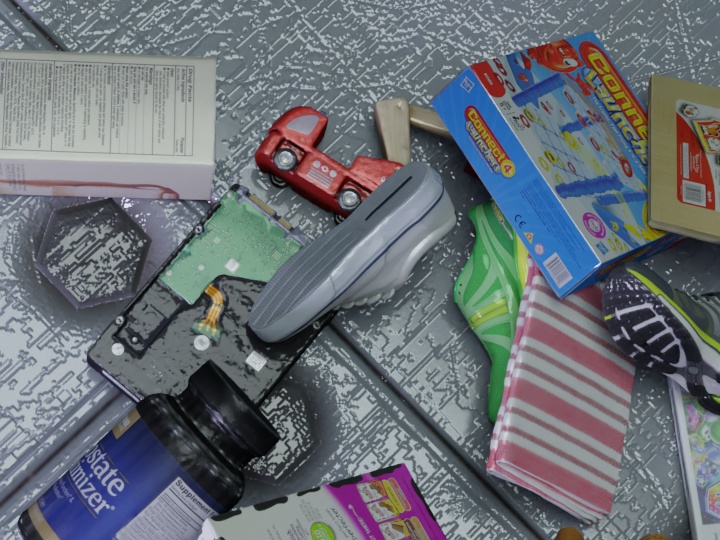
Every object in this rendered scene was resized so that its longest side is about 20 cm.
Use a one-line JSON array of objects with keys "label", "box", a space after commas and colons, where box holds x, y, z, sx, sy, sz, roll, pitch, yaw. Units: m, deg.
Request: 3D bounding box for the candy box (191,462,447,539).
[{"label": "candy box", "box": [-0.022, 0.241, 1.631, 0.199, 0.061, 0.137, -10, 60, -37]}]

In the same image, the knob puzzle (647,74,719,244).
[{"label": "knob puzzle", "box": [0.339, -0.078, 1.793, 0.218, 0.031, 0.221, 9, 48, -10]}]

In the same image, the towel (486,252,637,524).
[{"label": "towel", "box": [0.170, 0.095, 1.731, 0.146, 0.030, 0.202, 30, 64, -39]}]

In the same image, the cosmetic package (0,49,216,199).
[{"label": "cosmetic package", "box": [-0.221, -0.121, 1.753, 0.198, 0.087, 0.104, 3, 71, -6]}]

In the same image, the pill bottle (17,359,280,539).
[{"label": "pill bottle", "box": [-0.162, 0.169, 1.636, 0.200, 0.112, 0.112, -44, 82, -1]}]

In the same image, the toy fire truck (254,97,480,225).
[{"label": "toy fire truck", "box": [0.025, -0.098, 1.799, 0.199, 0.049, 0.142, 32, 71, 4]}]

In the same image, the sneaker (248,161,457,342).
[{"label": "sneaker", "box": [0.000, 0.000, 1.716, 0.200, 0.073, 0.071, -39, 121, -1]}]

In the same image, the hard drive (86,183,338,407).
[{"label": "hard drive", "box": [-0.114, 0.042, 1.744, 0.139, 0.038, 0.200, 38, 73, 5]}]

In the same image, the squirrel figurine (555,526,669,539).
[{"label": "squirrel figurine", "box": [0.229, 0.310, 1.644, 0.185, 0.141, 0.202, 6, 89, 13]}]

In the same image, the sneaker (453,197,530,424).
[{"label": "sneaker", "box": [0.123, 0.035, 1.769, 0.083, 0.074, 0.202, -3, 81, 32]}]

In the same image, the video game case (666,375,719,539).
[{"label": "video game case", "box": [0.340, 0.141, 1.784, 0.142, 0.018, 0.202, -4, 74, -9]}]

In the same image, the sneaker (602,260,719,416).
[{"label": "sneaker", "box": [0.275, 0.047, 1.737, 0.200, 0.074, 0.081, 39, 51, -30]}]

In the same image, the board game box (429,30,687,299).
[{"label": "board game box", "box": [0.182, -0.094, 1.762, 0.195, 0.056, 0.201, -22, 75, -49]}]
